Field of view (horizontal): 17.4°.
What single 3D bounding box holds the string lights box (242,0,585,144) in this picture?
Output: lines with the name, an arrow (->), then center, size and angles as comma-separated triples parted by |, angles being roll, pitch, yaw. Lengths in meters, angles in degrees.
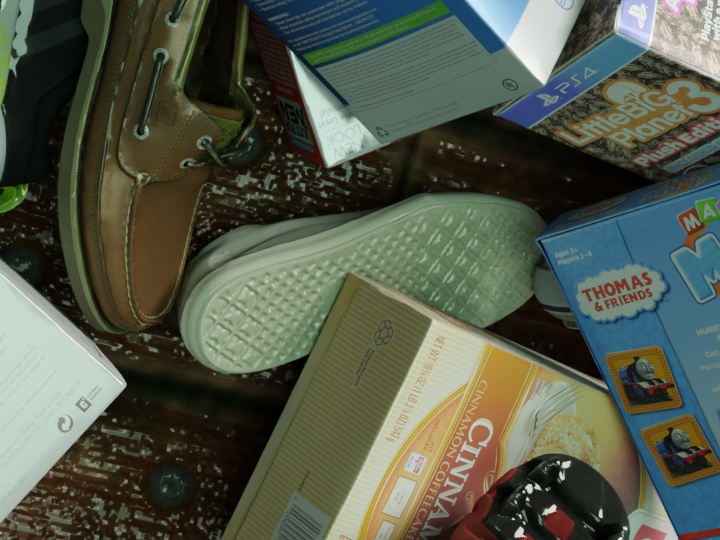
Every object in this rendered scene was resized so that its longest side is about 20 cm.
string lights box -> -0.012, -0.147, 0.959 | 0.200, 0.103, 0.059 | 45, 53, -25

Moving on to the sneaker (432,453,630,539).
sneaker -> 0.030, 0.160, 0.993 | 0.071, 0.098, 0.200 | 47, 56, 8

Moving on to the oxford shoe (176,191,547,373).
oxford shoe -> 0.000, 0.000, 1.102 | 0.200, 0.058, 0.075 | -13, 113, -27

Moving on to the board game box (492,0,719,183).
board game box -> 0.176, -0.120, 1.064 | 0.200, 0.097, 0.160 | 22, 62, -22

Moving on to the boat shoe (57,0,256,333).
boat shoe -> -0.084, -0.066, 1.024 | 0.068, 0.072, 0.201 | 9, 105, 21

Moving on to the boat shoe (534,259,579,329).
boat shoe -> 0.178, 0.018, 1.147 | 0.199, 0.072, 0.062 | -2, 101, -20

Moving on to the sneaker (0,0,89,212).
sneaker -> -0.145, -0.126, 1.039 | 0.083, 0.072, 0.200 | 15, 98, -44

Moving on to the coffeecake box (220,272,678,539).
coffeecake box -> 0.052, 0.110, 1.100 | 0.200, 0.073, 0.154 | 23, 94, -37

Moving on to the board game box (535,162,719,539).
board game box -> 0.184, 0.049, 1.039 | 0.037, 0.151, 0.200 | -40, 108, -50

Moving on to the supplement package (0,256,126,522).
supplement package -> -0.216, 0.013, 1.009 | 0.200, 0.114, 0.110 | 44, 86, -18

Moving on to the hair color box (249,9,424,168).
hair color box -> -0.005, -0.160, 1.063 | 0.111, 0.064, 0.200 | -22, 107, -12
